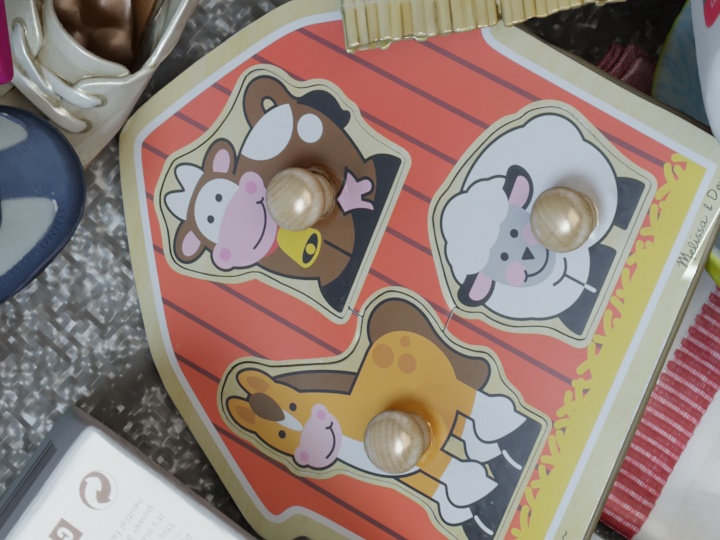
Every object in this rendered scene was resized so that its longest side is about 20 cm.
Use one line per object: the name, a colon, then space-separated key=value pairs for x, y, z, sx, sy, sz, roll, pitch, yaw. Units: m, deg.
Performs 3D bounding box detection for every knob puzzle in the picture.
knob puzzle: x=0.000 y=0.000 z=0.787 sx=0.218 sy=0.030 sz=0.222 roll=4 pitch=99 yaw=26

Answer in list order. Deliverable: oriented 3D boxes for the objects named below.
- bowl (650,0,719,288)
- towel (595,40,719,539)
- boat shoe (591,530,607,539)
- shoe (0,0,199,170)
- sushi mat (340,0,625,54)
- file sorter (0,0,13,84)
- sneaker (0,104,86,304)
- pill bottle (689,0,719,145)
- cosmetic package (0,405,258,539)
bowl: x=0.199 y=-0.028 z=0.802 sx=0.200 sy=0.200 sz=0.108 roll=-35 pitch=140 yaw=-9
towel: x=0.131 y=0.033 z=0.866 sx=0.199 sy=0.023 sz=0.145 roll=33 pitch=85 yaw=-9
boat shoe: x=0.097 y=0.142 z=0.835 sx=0.200 sy=0.072 sz=0.066 roll=37 pitch=88 yaw=-7
shoe: x=-0.084 y=-0.098 z=0.793 sx=0.070 sy=0.053 sz=0.201 roll=32 pitch=99 yaw=-8
sushi mat: x=0.032 y=-0.167 z=0.780 sx=0.095 sy=0.012 sz=0.202 roll=-8 pitch=72 yaw=7
file sorter: x=-0.213 y=-0.108 z=0.658 sx=0.198 sy=0.125 sz=0.140 roll=-9 pitch=88 yaw=9
sneaker: x=-0.155 y=-0.011 z=0.710 sx=0.199 sy=0.082 sz=0.071 roll=-21 pitch=82 yaw=-34
pill bottle: x=0.149 y=-0.127 z=0.754 sx=0.110 sy=0.111 sz=0.201 roll=7 pitch=51 yaw=-10
cosmetic package: x=-0.031 y=0.132 z=0.795 sx=0.199 sy=0.101 sz=0.071 roll=37 pitch=85 yaw=-8
